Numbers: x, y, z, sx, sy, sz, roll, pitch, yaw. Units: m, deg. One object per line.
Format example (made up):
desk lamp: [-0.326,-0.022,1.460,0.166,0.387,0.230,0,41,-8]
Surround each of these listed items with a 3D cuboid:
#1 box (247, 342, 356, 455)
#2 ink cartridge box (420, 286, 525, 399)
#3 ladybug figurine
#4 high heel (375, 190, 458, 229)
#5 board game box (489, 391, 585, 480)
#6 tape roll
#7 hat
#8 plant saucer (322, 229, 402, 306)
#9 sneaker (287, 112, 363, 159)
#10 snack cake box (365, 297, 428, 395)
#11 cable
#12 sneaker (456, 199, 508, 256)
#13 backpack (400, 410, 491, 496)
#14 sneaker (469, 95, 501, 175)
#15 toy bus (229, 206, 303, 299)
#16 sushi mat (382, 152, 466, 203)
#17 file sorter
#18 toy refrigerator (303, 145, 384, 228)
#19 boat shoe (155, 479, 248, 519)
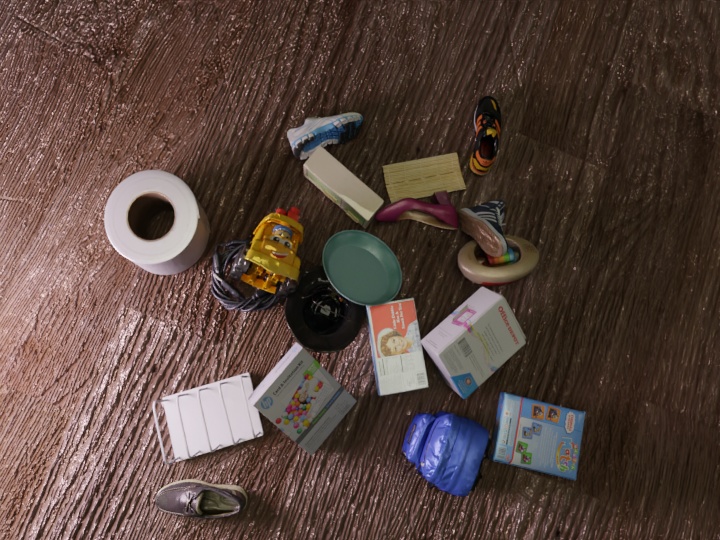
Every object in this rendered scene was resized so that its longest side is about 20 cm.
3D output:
box: [-0.121,0.278,1.262,0.156,0.041,0.201,-47,119,-12]
ink cartridge box: [0.255,0.159,1.316,0.199,0.084,0.146,-38,116,-9]
ladybug figurine: [0.321,-0.018,1.372,0.195,0.073,0.138,-6,48,-4]
high heel: [0.136,-0.123,1.388,0.195,0.068,0.098,-17,76,-9]
board game box: [0.405,0.377,1.341,0.195,0.037,0.155,14,80,-2]
tape roll: [-0.445,-0.102,1.301,0.197,0.139,0.208,1,80,-4]
hat: [-0.085,0.097,1.326,0.195,0.081,0.205,6,65,-13]
plant saucer: [0.000,0.000,1.339,0.195,0.036,0.204,14,52,-18]
sneaker: [-0.087,-0.345,1.410,0.196,0.076,0.087,-23,58,-17]
snack cake box: [0.080,0.173,1.334,0.112,0.067,0.205,-8,81,-4]
cable: [-0.243,0.011,1.342,0.195,0.051,0.168,2,78,-6]
sneaker: [0.310,-0.104,1.352,0.106,0.201,0.072,-16,121,-13]
backpack: [0.178,0.383,1.238,0.164,0.200,0.166,19,80,-1]
sneaker: [0.314,-0.339,1.429,0.068,0.090,0.205,10,80,-3]
toy bus: [-0.176,-0.055,1.245,0.133,0.200,0.196,25,74,-14]
sushi mat: [0.155,-0.227,1.436,0.195,0.012,0.098,-11,83,-6]
file sorter: [-0.321,0.314,1.247,0.195,0.125,0.142,-15,82,-8]
toy refrigerator: [-0.043,-0.192,1.382,0.199,0.076,0.070,40,79,2]
boat shoe: [-0.339,0.486,1.245,0.194,0.065,0.075,-1,82,-4]
